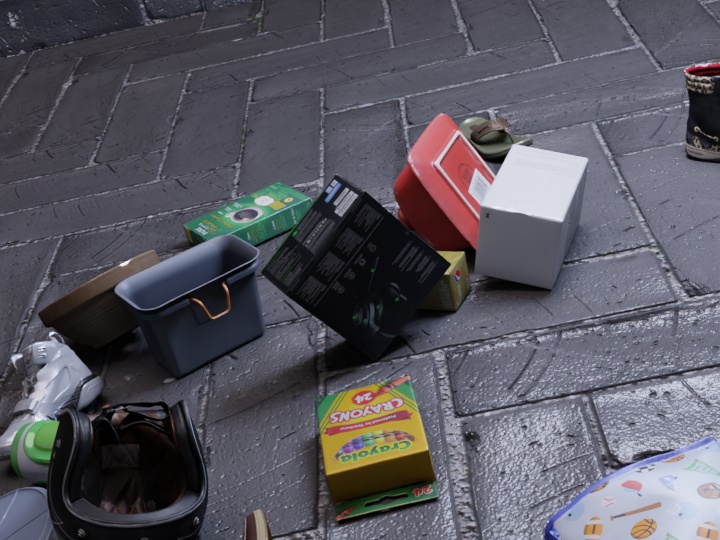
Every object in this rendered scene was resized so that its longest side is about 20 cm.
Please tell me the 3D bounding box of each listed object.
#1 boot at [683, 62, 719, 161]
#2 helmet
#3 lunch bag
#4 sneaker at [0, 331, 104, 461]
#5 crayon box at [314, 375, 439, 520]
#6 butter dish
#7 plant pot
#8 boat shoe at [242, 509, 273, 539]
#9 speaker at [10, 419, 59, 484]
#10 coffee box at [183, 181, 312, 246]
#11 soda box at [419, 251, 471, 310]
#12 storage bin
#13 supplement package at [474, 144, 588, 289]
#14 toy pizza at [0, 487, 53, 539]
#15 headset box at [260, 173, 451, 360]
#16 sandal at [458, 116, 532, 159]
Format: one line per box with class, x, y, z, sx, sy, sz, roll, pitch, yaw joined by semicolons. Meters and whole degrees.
boot;0.601;-0.248;2.018;0.200;0.151;0.073;11;36;40
helmet;-0.264;0.250;1.454;0.200;0.191;0.200;-6;-11;-1
lunch bag;0.299;0.270;1.225;0.200;0.124;0.170;-14;27;-17
sneaker;-0.451;0.170;1.756;0.075;0.115;0.200;-26;11;42
crayon box;0.018;0.211;1.544;0.127;0.051;0.200;-14;28;-1
butter dish;0.121;-0.111;1.995;0.148;0.199;0.200;-33;14;33
plant pot;-0.377;0.055;1.938;0.201;0.093;0.201;-30;2;1
boat shoe;-0.124;0.333;1.363;0.072;0.072;0.200;-12;34;1
speaker;-0.344;0.236;1.632;0.200;0.088;0.088;0;30;25
coffee box;-0.192;-0.085;2.205;0.200;0.044;0.123;-26;29;-23
soda box;0.058;0.012;1.882;0.200;0.064;0.068;3;32;28
storage bin;-0.228;0.059;1.855;0.200;0.134;0.146;-28;31;-24
supplement package;0.252;-0.081;1.881;0.121;0.120;0.200;13;35;15
toy pizza;-0.429;0.339;1.493;0.200;0.032;0.200;-28;30;18
headset box;0.000;0.000;1.748;0.174;0.200;0.093;-53;33;0
sandal;0.232;-0.248;2.294;0.080;0.057;0.201;-24;29;-19
